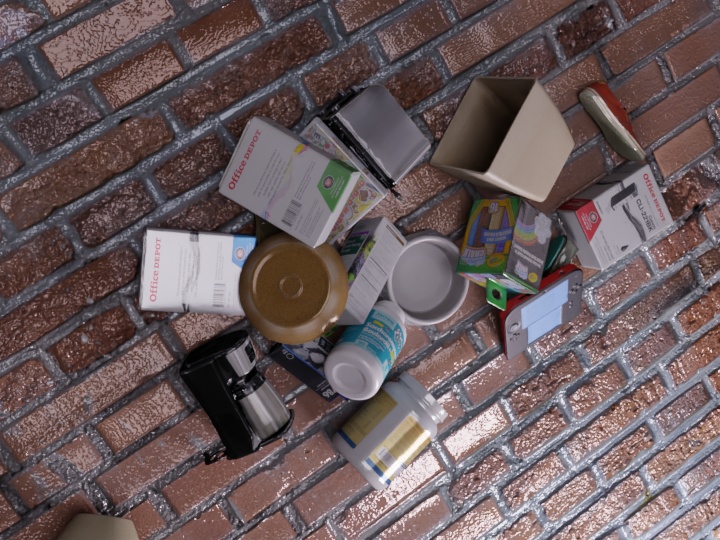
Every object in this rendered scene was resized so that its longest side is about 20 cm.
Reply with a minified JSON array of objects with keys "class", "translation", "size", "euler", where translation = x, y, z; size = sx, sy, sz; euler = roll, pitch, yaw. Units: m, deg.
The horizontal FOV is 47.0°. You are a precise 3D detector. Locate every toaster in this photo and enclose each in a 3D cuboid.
[{"class":"toaster","translation":[0.018,-0.238,1.516],"size":[0.119,0.181,0.200],"euler":[-45,107,-9]}]

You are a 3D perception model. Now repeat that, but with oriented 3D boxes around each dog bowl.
[{"class":"dog bowl","translation":[0.127,0.016,1.646],"size":[0.198,0.059,0.202],"euler":[-2,98,-17]}]

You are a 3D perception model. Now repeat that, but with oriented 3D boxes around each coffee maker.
[{"class":"coffee maker","translation":[-0.246,0.236,1.517],"size":[0.191,0.135,0.201],"euler":[-31,104,-11]}]

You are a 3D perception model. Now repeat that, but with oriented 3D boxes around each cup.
[{"class":"cup","translation":[-0.469,0.512,1.468],"size":[0.199,0.200,0.144],"euler":[14,66,-18]}]

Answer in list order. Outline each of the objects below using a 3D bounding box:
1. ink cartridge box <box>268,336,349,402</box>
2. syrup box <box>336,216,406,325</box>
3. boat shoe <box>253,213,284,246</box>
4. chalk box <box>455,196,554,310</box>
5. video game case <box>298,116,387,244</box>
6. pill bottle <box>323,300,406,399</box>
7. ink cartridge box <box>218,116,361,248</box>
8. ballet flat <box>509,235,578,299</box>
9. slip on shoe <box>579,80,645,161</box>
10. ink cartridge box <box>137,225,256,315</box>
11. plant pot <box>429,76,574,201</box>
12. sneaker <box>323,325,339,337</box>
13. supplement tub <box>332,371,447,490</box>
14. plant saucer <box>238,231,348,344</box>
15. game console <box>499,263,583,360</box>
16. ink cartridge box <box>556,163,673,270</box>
[{"class":"ink cartridge box","translation":[-0.070,0.187,1.589],"size":[0.200,0.039,0.099],"euler":[38,125,-18]},{"class":"syrup box","translation":[0.000,0.000,1.550],"size":[0.081,0.078,0.201],"euler":[45,59,-30]},{"class":"boat shoe","translation":[-0.163,-0.060,1.541],"size":[0.071,0.066,0.203],"euler":[-5,114,-4]},{"class":"chalk box","translation":[0.278,-0.027,1.618],"size":[0.124,0.123,0.202],"euler":[27,75,-40]},{"class":"video game case","translation":[-0.074,-0.150,1.494],"size":[0.182,0.200,0.023],"euler":[46,40,-6]},{"class":"pill bottle","translation":[0.018,0.139,1.545],"size":[0.111,0.110,0.200],"euler":[54,38,-16]},{"class":"ink cartridge box","translation":[-0.121,-0.153,1.415],"size":[0.199,0.088,0.146],"euler":[30,104,5]},{"class":"ballet flat","translation":[0.387,0.019,1.723],"size":[0.064,0.067,0.201],"euler":[39,84,-22]},{"class":"slip on shoe","translation":[0.537,-0.312,1.729],"size":[0.061,0.074,0.200],"euler":[-42,102,-11]},{"class":"ink cartridge box","translation":[-0.297,-0.001,1.498],"size":[0.198,0.084,0.146],"euler":[4,95,-19]},{"class":"plant pot","translation":[0.291,-0.240,1.603],"size":[0.176,0.200,0.201],"euler":[30,88,-29]},{"class":"sneaker","translation":[-0.084,0.030,1.579],"size":[0.083,0.074,0.202],"euler":[-21,112,-23]},{"class":"supplement tub","translation":[0.059,0.310,1.615],"size":[0.200,0.145,0.145],"euler":[-44,107,-7]},{"class":"plant saucer","translation":[-0.120,0.028,1.452],"size":[0.198,0.035,0.202],"euler":[0,85,6]},{"class":"game console","translation":[0.374,0.086,1.701],"size":[0.199,0.031,0.178],"euler":[-30,137,-12]},{"class":"ink cartridge box","translation":[0.537,-0.115,1.743],"size":[0.199,0.084,0.145],"euler":[-32,104,-12]}]
